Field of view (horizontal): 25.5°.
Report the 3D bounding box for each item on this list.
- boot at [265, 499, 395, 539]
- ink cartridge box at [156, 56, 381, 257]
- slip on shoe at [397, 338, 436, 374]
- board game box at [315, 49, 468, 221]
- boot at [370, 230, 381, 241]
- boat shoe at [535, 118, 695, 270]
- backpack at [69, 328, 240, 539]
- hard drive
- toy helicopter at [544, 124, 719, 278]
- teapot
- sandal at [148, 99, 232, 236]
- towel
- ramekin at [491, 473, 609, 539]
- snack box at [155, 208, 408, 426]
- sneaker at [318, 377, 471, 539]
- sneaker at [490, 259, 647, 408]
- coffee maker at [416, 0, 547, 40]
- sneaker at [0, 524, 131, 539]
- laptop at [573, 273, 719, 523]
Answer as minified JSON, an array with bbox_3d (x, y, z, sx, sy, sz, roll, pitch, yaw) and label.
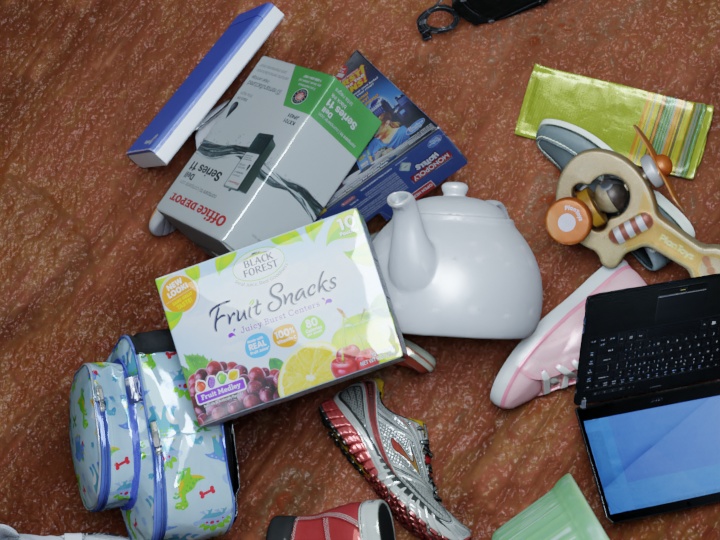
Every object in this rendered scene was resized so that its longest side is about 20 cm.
[{"bbox_3d":[-0.030,0.333,1.548,0.143,0.072,0.202,-12,78,17],"label":"boot"},{"bbox_3d":[-0.094,-0.103,1.602,0.146,0.083,0.201,23,76,52],"label":"ink cartridge box"},{"bbox_3d":[-0.019,0.083,1.620,0.198,0.074,0.062,10,80,15],"label":"slip on shoe"},{"bbox_3d":[-0.007,-0.130,1.664,0.199,0.062,0.201,-35,39,14],"label":"board game box"},{"bbox_3d":[0.000,0.000,1.647,0.198,0.075,0.074,-10,91,-17],"label":"boot"},{"bbox_3d":[0.251,-0.079,1.641,0.200,0.073,0.062,41,76,11],"label":"boat shoe"},{"bbox_3d":[-0.204,0.170,1.548,0.146,0.183,0.202,-10,79,-21],"label":"backpack"},{"bbox_3d":[-0.167,-0.196,1.698,0.025,0.132,0.201,40,79,-17],"label":"hard drive"},{"bbox_3d":[0.288,-0.053,1.572,0.199,0.079,0.133,33,105,10],"label":"toy helicopter"},{"bbox_3d":[0.090,-0.012,1.548,0.195,0.200,0.148,4,90,-17],"label":"teapot"},{"bbox_3d":[-0.166,-0.129,1.699,0.059,0.079,0.207,41,83,14],"label":"sandal"},{"bbox_3d":[0.269,-0.160,1.694,0.198,0.018,0.087,15,74,11],"label":"towel"},{"bbox_3d":[0.203,0.298,1.463,0.097,0.200,0.201,-31,71,3],"label":"ramekin"},{"bbox_3d":[-0.071,0.044,1.453,0.198,0.053,0.144,-20,81,7],"label":"snack box"},{"bbox_3d":[0.045,0.189,1.575,0.082,0.078,0.200,-36,74,-12],"label":"sneaker"},{"bbox_3d":[0.227,0.085,1.588,0.200,0.076,0.105,-41,67,-12],"label":"sneaker"},{"bbox_3d":[0.128,-0.384,1.720,0.190,0.135,0.202,-15,71,2],"label":"coffee maker"},{"bbox_3d":[-0.310,0.291,1.559,0.198,0.115,0.076,-5,72,4],"label":"sneaker"},{"bbox_3d":[0.305,0.119,1.528,0.175,0.202,0.103,-9,34,-17],"label":"laptop"}]
